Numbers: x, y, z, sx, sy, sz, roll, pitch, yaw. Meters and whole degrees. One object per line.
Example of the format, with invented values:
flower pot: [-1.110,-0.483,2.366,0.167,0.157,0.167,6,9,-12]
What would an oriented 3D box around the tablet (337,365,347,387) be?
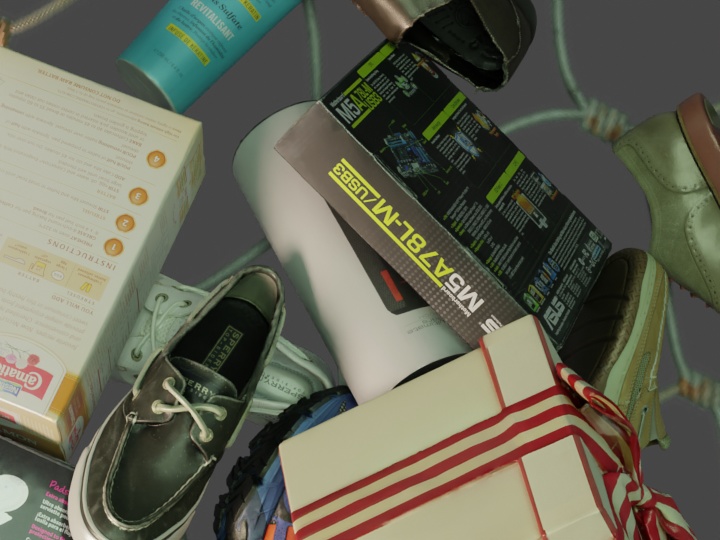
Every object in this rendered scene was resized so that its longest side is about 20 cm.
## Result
tablet: [0.051,0.076,1.494,0.129,0.014,0.201,3,61,-11]

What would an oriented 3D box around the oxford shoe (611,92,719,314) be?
oxford shoe: [0.219,-0.005,1.553,0.074,0.070,0.201,-22,89,16]

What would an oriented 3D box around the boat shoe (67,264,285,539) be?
boat shoe: [-0.099,0.075,1.382,0.070,0.064,0.201,29,52,-3]

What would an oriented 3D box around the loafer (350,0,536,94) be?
loafer: [0.029,-0.175,1.493,0.199,0.073,0.072,30,36,-24]

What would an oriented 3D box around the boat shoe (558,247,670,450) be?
boat shoe: [0.155,0.089,1.528,0.076,0.072,0.201,20,88,-21]

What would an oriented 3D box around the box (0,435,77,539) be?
box: [-0.221,0.152,1.421,0.199,0.132,0.115,26,77,-6]

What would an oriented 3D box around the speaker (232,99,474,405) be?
speaker: [0.000,0.000,1.457,0.081,0.081,0.201,-23,59,-11]

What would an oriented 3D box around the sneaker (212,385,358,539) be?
sneaker: [-0.046,0.159,1.434,0.078,0.075,0.201,29,79,-16]

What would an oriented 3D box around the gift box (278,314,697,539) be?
gift box: [0.085,0.166,1.333,0.186,0.201,0.185,-27,131,7]

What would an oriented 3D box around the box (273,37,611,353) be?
box: [0.054,-0.041,1.459,0.193,0.200,0.048,43,112,-2]

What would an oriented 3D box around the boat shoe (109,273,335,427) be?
boat shoe: [-0.104,0.040,1.483,0.199,0.069,0.071,19,81,-7]

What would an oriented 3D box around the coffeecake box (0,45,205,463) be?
coffeecake box: [-0.197,-0.013,1.436,0.153,0.073,0.201,21,67,8]

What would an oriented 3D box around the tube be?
tube: [-0.065,-0.178,1.530,0.077,0.050,0.200,45,74,-9]
